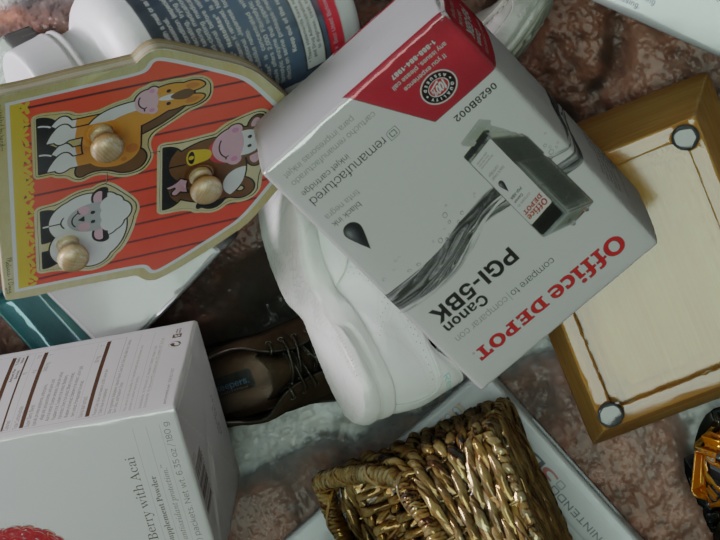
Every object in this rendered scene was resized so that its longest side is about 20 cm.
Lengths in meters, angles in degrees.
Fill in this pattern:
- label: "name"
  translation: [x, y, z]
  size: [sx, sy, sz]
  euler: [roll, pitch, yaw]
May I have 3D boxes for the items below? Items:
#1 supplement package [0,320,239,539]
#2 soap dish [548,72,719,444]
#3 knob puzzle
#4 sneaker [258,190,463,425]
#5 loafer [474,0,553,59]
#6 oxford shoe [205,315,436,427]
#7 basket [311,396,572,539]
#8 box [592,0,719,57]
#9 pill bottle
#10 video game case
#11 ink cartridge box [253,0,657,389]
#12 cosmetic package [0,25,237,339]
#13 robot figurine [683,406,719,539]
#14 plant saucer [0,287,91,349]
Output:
- label: "supplement package"
  translation: [-0.189, 0.125, 1.633]
  size: [0.200, 0.120, 0.121]
  euler: [-11, 115, 9]
- label: "soap dish"
  translation: [0.183, -0.003, 1.657]
  size: [0.157, 0.081, 0.200]
  euler: [-21, 97, 10]
- label: "knob puzzle"
  translation: [-0.120, -0.057, 1.571]
  size: [0.220, 0.220, 0.030]
  euler: [-36, 51, 11]
- label: "sneaker"
  translation: [0.000, 0.000, 1.654]
  size: [0.088, 0.075, 0.200]
  euler: [-15, 69, -21]
- label: "loafer"
  translation: [0.040, -0.123, 1.638]
  size: [0.070, 0.070, 0.200]
  euler: [47, 122, -2]
- label: "oxford shoe"
  translation: [-0.031, 0.060, 1.694]
  size: [0.200, 0.084, 0.073]
  euler: [-24, 94, 9]
- label: "basket"
  translation: [0.063, 0.202, 1.652]
  size: [0.149, 0.143, 0.200]
  euler: [-23, 95, 9]
- label: "box"
  translation: [0.195, -0.253, 1.602]
  size: [0.184, 0.105, 0.200]
  euler: [25, 102, 3]
- label: "pill bottle"
  translation: [-0.112, -0.137, 1.614]
  size: [0.200, 0.120, 0.120]
  euler: [-28, 96, -19]
- label: "video game case"
  translation: [0.069, 0.194, 1.734]
  size: [0.200, 0.024, 0.182]
  euler: [-42, 92, 12]
- label: "ink cartridge box"
  translation: [0.057, -0.051, 1.550]
  size: [0.147, 0.083, 0.200]
  euler: [-41, 112, 12]
- label: "cosmetic package"
  translation: [-0.187, -0.051, 1.696]
  size: [0.107, 0.090, 0.200]
  euler: [-43, 95, 11]
- label: "robot figurine"
  translation: [0.256, 0.184, 1.659]
  size: [0.145, 0.058, 0.200]
  euler: [16, 117, 46]
- label: "plant saucer"
  translation: [-0.164, 0.080, 1.729]
  size: [0.200, 0.070, 0.019]
  euler: [47, 59, -3]
